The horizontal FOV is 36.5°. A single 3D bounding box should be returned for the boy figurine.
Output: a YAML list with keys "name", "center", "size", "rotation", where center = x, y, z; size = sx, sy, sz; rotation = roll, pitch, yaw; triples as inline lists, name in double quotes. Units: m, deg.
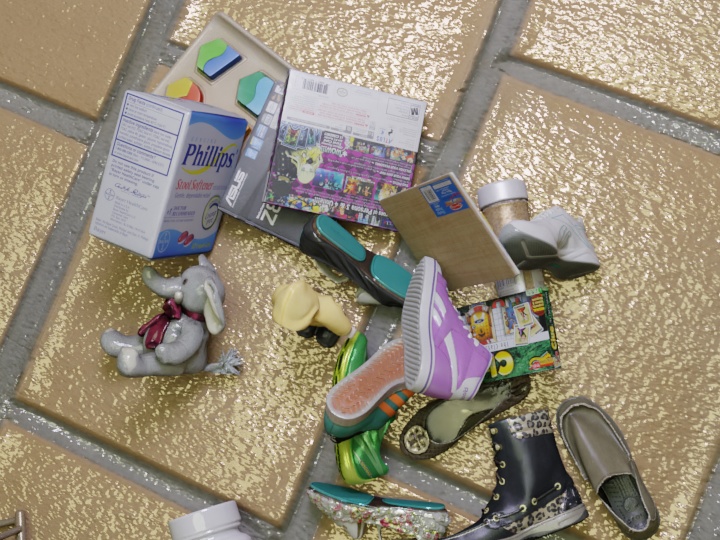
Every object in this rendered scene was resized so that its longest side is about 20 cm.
- name: "boy figurine"
  center: [-0.064, 0.058, 1.429]
  size: [0.123, 0.200, 0.065]
  rotation: [24, 86, 10]

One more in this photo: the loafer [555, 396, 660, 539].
- name: "loafer"
  center: [0.319, 0.250, 1.392]
  size: [0.075, 0.070, 0.201]
  rotation: [-34, 77, 4]

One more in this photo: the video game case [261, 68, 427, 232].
- name: "video game case"
  center: [-0.021, -0.161, 1.481]
  size: [0.197, 0.036, 0.184]
  rotation: [11, 89, -12]

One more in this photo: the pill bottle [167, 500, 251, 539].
- name: "pill bottle"
  center: [-0.185, 0.417, 1.442]
  size: [0.112, 0.114, 0.203]
  rotation: [-19, 79, 7]

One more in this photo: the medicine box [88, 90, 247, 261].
- name: "medicine box"
  center: [-0.256, -0.129, 1.478]
  size: [0.102, 0.182, 0.203]
  rotation: [21, 100, 16]

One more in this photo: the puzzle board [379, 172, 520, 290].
- name: "puzzle board"
  center: [0.112, -0.046, 1.399]
  size: [0.017, 0.199, 0.152]
  rotation: [-38, 100, -24]

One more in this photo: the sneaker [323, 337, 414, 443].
- name: "sneaker"
  center: [0.028, 0.154, 1.414]
  size: [0.199, 0.080, 0.071]
  rotation: [-27, 61, -31]

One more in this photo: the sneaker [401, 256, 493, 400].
- name: "sneaker"
  center: [0.115, 0.080, 1.411]
  size: [0.113, 0.073, 0.203]
  rotation: [13, 55, -16]

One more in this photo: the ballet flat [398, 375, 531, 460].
- name: "ballet flat"
  center: [0.137, 0.189, 1.448]
  size: [0.198, 0.046, 0.068]
  rotation: [-28, 77, 6]

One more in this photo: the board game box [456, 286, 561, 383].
- name: "board game box"
  center: [0.163, 0.094, 1.426]
  size: [0.198, 0.023, 0.106]
  rotation: [-17, 79, 36]

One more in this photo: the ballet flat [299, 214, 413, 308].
- name: "ballet flat"
  center: [0.000, 0.000, 1.486]
  size: [0.199, 0.068, 0.068]
  rotation: [37, 126, -9]

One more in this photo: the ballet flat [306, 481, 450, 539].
- name: "ballet flat"
  center: [0.020, 0.327, 1.439]
  size: [0.197, 0.076, 0.065]
  rotation: [8, 91, 14]

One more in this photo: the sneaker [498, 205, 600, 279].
- name: "sneaker"
  center: [0.235, -0.043, 1.401]
  size: [0.070, 0.199, 0.081]
  rotation: [-23, 67, 35]

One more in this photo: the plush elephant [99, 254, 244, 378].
- name: "plush elephant"
  center: [-0.246, 0.059, 1.488]
  size: [0.197, 0.165, 0.157]
  rotation: [6, 97, -17]

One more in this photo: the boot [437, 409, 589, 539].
- name: "boot"
  center: [0.179, 0.277, 1.411]
  size: [0.201, 0.074, 0.156]
  rotation: [-16, 78, -4]

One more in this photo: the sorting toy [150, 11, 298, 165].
- name: "sorting toy"
  center: [-0.203, -0.252, 1.584]
  size: [0.184, 0.036, 0.201]
  rotation: [38, 90, 13]

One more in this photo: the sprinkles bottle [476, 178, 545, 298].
- name: "sprinkles bottle"
  center: [0.206, -0.017, 1.454]
  size: [0.067, 0.068, 0.203]
  rotation: [-11, 80, 9]

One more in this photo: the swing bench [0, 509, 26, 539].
- name: "swing bench"
  center: [-0.558, 0.459, 1.504]
  size: [0.196, 0.130, 0.203]
  rotation: [-14, 85, 8]

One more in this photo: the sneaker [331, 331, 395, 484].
- name: "sneaker"
  center: [0.004, 0.184, 1.471]
  size: [0.082, 0.074, 0.203]
  rotation: [-1, 81, -11]

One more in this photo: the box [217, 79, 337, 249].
- name: "box"
  center: [-0.087, -0.141, 1.529]
  size: [0.160, 0.049, 0.202]
  rotation: [25, 87, 5]
